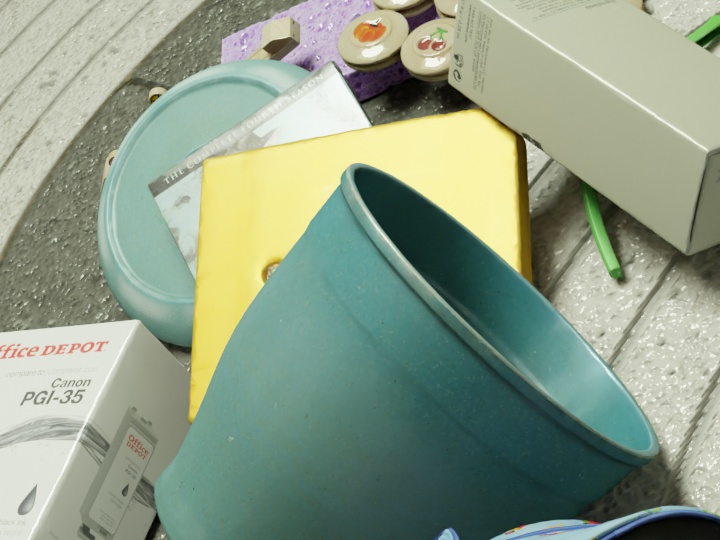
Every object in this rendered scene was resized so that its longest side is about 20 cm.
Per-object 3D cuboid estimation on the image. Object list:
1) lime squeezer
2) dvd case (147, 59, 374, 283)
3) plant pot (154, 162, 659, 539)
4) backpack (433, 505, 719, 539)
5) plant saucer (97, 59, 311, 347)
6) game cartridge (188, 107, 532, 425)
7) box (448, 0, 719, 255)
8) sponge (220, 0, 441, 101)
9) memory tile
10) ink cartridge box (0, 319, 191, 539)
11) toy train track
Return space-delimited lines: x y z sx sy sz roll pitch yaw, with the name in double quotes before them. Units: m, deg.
"lime squeezer" 0.152 -0.077 1.062 0.071 0.038 0.200 19 59 14
"dvd case" -0.032 -0.016 1.091 0.146 0.022 0.200 -33 58 7
"plant pot" 0.009 0.084 0.884 0.188 0.200 0.200 -48 35 12
"backpack" 0.076 0.182 0.726 0.200 0.183 0.135 -33 17 -16
"plant saucer" -0.093 -0.050 1.171 0.200 0.027 0.200 -11 67 26
"game cartridge" 0.000 0.000 1.039 0.200 0.032 0.176 -8 62 18
"box" 0.141 -0.094 0.989 0.082 0.068 0.200 -19 44 -31
"sponge" -0.008 -0.161 1.278 0.200 0.030 0.112 -23 40 20
"memory tile" 0.093 -0.179 1.187 0.200 0.017 0.153 12 57 31
"ink cartridge box" -0.199 0.133 1.078 0.146 0.083 0.200 -6 47 36
"toy train track" -0.123 -0.119 1.285 0.200 0.033 0.115 -35 36 28
